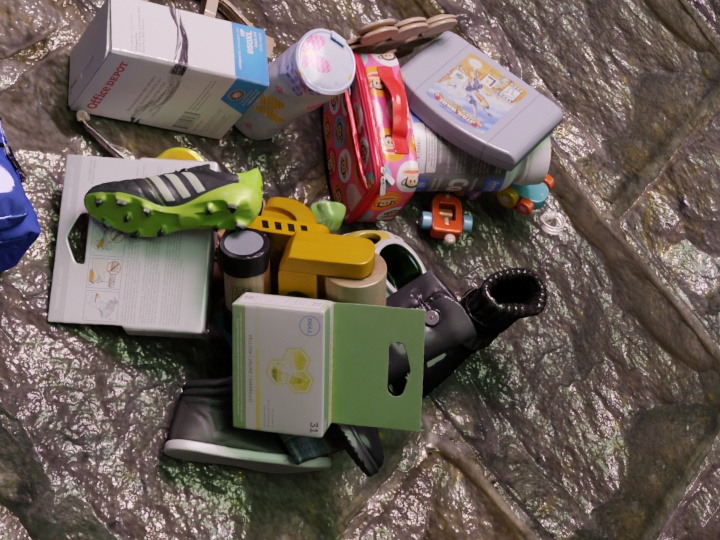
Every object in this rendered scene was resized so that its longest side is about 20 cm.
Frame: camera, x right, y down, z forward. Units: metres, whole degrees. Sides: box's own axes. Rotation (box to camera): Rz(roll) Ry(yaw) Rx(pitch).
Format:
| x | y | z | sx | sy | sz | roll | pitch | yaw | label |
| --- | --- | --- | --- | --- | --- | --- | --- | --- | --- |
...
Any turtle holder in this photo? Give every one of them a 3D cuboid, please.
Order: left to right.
| x | y | z | sx | sy | sz | roll | pitch | yaw | label |
| --- | --- | --- | --- | --- | --- | --- | --- | --- | --- |
| 0.010 | 0.002 | 1.567 | 0.141 | 0.132 | 0.186 | -6 | 73 | -34 | turtle holder |

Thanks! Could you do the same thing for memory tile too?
| x | y | z | sx | sy | sz | roll | pitch | yaw | label |
| --- | --- | --- | --- | --- | --- | --- | --- | --- | --- |
| 0.020 | -0.290 | 1.662 | 0.153 | 0.200 | 0.017 | -16 | 87 | -34 | memory tile |

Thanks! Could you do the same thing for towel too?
| x | y | z | sx | sy | sz | roll | pitch | yaw | label |
| --- | --- | --- | --- | --- | --- | --- | --- | --- | --- |
| -0.078 | 0.126 | 1.481 | 0.147 | 0.022 | 0.200 | -7 | 63 | -54 | towel |

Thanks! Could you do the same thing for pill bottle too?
| x | y | z | sx | sy | sz | roll | pitch | yaw | label |
| --- | --- | --- | --- | --- | --- | --- | --- | --- | --- |
| 0.143 | -0.161 | 1.687 | 0.200 | 0.114 | 0.114 | -1 | 68 | -11 | pill bottle |

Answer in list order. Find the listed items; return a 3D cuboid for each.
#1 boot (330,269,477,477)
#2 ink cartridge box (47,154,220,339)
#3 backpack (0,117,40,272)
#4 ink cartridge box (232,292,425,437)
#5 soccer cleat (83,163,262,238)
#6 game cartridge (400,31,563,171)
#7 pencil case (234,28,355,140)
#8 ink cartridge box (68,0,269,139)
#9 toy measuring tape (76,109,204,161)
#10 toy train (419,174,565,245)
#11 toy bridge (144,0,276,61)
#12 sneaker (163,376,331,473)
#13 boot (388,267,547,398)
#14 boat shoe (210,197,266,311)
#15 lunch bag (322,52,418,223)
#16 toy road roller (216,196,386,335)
| x | y | z | sx | sy | sz | roll | pitch | yaw | label |
| --- | --- | --- | --- | --- | --- | --- | --- | --- | --- |
| 0.047 | 0.115 | 1.452 | 0.200 | 0.066 | 0.165 | -30 | 79 | -13 | boot |
| -0.252 | -0.027 | 1.437 | 0.173 | 0.044 | 0.200 | 4 | 78 | 1 | ink cartridge box |
| -0.431 | -0.103 | 1.315 | 0.162 | 0.168 | 0.200 | -13 | 73 | -43 | backpack |
| -0.036 | 0.105 | 1.354 | 0.048 | 0.200 | 0.146 | -48 | 142 | -69 | ink cartridge box |
| -0.203 | -0.080 | 1.400 | 0.200 | 0.068 | 0.081 | 1 | 44 | 10 | soccer cleat |
| 0.146 | -0.217 | 1.635 | 0.200 | 0.042 | 0.133 | 38 | 53 | 14 | game cartridge |
| -0.087 | -0.227 | 1.569 | 0.083 | 0.200 | 0.091 | 46 | 59 | -15 | pencil case |
| -0.230 | -0.239 | 1.513 | 0.200 | 0.145 | 0.084 | 8 | 64 | -30 | ink cartridge box |
| -0.242 | -0.138 | 1.508 | 0.200 | 0.074 | 0.074 | 43 | 53 | -5 | toy measuring tape |
| 0.174 | -0.085 | 1.745 | 0.200 | 0.056 | 0.150 | 2 | 57 | -10 | toy train |
| -0.198 | -0.330 | 1.648 | 0.200 | 0.027 | 0.067 | 20 | 59 | -24 | toy bridge |
| -0.121 | 0.174 | 1.445 | 0.200 | 0.071 | 0.099 | 13 | 68 | -23 | sneaker |
| 0.126 | 0.078 | 1.590 | 0.211 | 0.158 | 0.079 | -38 | 92 | -38 | boot |
| -0.172 | -0.016 | 1.500 | 0.072 | 0.068 | 0.200 | 39 | 54 | -13 | boat shoe |
| 0.017 | -0.172 | 1.617 | 0.082 | 0.176 | 0.200 | -3 | 70 | -21 | lunch bag |
| -0.063 | -0.007 | 1.428 | 0.200 | 0.123 | 0.146 | 8 | 40 | 8 | toy road roller |
